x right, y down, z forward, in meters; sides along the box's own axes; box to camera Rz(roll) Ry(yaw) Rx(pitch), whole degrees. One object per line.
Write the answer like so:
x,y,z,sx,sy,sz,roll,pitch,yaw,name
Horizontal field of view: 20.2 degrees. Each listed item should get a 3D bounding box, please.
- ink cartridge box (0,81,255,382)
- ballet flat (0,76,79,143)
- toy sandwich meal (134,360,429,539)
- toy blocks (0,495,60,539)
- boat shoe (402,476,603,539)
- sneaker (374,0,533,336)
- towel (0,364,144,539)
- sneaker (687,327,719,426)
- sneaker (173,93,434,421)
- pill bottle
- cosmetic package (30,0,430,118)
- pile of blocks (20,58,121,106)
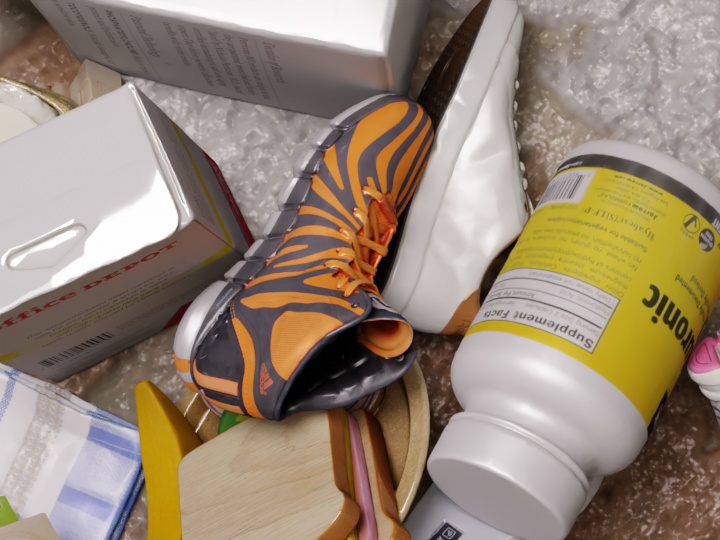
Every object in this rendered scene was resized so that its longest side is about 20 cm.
-0.145,-0.015,1.080,0.145,0.200,0.084,-25,79,3,ink cartridge box
-0.241,-0.091,1.094,0.200,0.071,0.071,16,81,-12,ballet flat
-0.051,0.100,1.079,0.205,0.070,0.205,-18,55,28,toy sandwich meal
-0.194,0.219,1.051,0.100,0.137,0.200,-45,69,41,toy blocks
0.061,0.159,1.103,0.071,0.070,0.200,31,58,30,boat shoe
0.068,-0.057,1.149,0.085,0.073,0.200,21,81,-15,sneaker
-0.231,0.119,1.158,0.200,0.024,0.147,24,84,9,towel
0.275,0.051,1.102,0.200,0.074,0.088,-21,109,-15,sneaker
0.000,0.000,1.052,0.112,0.078,0.200,20,70,44,sneaker
0.116,0.039,1.074,0.111,0.111,0.200,27,68,9,pill bottle
-0.059,-0.193,1.126,0.200,0.166,0.168,12,81,6,cosmetic package
-0.217,-0.074,1.182,0.200,0.082,0.062,-7,36,-5,pile of blocks
